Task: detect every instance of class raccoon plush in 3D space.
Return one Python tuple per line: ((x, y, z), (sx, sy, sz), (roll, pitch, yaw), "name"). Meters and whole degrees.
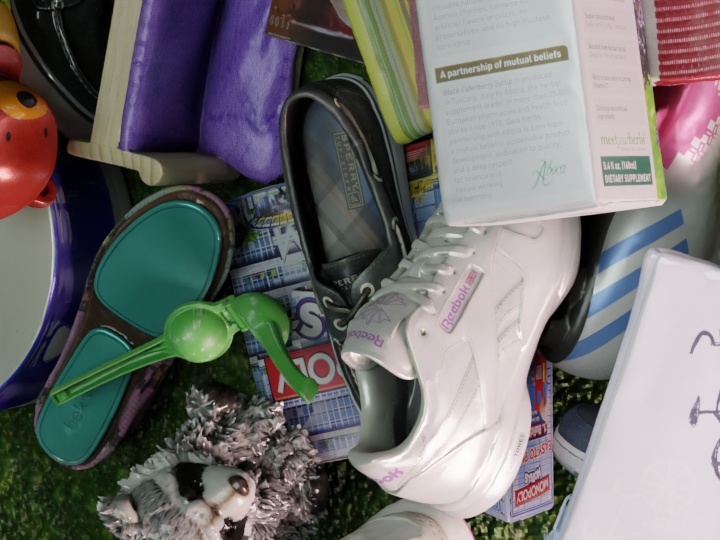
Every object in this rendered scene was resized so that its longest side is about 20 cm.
((-0.096, 0.152, 1.345), (0.097, 0.134, 0.200), (36, 134, 11), "raccoon plush")

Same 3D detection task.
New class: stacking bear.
((-0.226, -0.117, 1.359), (0.114, 0.121, 0.200), (-40, 69, 31), "stacking bear")

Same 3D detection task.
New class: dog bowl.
((-0.232, -0.016, 1.466), (0.200, 0.079, 0.200), (3, 96, 29), "dog bowl")

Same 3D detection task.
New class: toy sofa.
((-0.082, -0.145, 1.369), (0.098, 0.083, 0.200), (15, 99, 28), "toy sofa")

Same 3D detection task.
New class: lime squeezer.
((-0.078, 0.045, 1.337), (0.200, 0.038, 0.071), (-3, 57, 44), "lime squeezer")

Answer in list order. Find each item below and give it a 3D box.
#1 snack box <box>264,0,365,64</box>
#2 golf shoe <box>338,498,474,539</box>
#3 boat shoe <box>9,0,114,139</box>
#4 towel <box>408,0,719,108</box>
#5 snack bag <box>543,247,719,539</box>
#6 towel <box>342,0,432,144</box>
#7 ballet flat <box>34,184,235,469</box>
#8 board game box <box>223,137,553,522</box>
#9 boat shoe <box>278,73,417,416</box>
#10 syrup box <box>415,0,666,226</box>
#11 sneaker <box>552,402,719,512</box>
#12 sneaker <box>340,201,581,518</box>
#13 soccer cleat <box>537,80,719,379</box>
((0.040, -0.132, 1.297), (0.200, 0.024, 0.072), (19, 101, 35), "snack box")
((-0.031, 0.187, 1.367), (0.200, 0.092, 0.075), (-40, 77, 26), "golf shoe")
((-0.169, -0.167, 1.422), (0.071, 0.072, 0.200), (-30, 78, 32), "boat shoe")
((0.112, -0.155, 1.199), (0.200, 0.023, 0.144), (-4, 91, 28), "towel")
((0.198, 0.096, 1.193), (0.200, 0.021, 0.189), (21, 116, 11), "snack bag")
((0.085, -0.134, 1.238), (0.200, 0.018, 0.086), (-21, 85, 30), "towel")
((-0.119, 0.024, 1.409), (0.069, 0.071, 0.200), (34, 120, 8), "ballet flat")
((0.022, 0.040, 1.342), (0.200, 0.062, 0.200), (-15, 86, 29), "board game box")
((0.000, 0.000, 1.283), (0.069, 0.057, 0.200), (-17, 86, 28), "boat shoe")
((0.077, -0.123, 1.162), (0.081, 0.079, 0.200), (-7, 89, 28), "syrup box")
((0.195, 0.047, 1.232), (0.202, 0.077, 0.146), (8, 109, 18), "sneaker")
((0.046, 0.015, 1.223), (0.075, 0.100, 0.200), (2, 78, 49), "sneaker")
((0.151, -0.035, 1.260), (0.070, 0.086, 0.200), (-114, 42, -60), "soccer cleat")
